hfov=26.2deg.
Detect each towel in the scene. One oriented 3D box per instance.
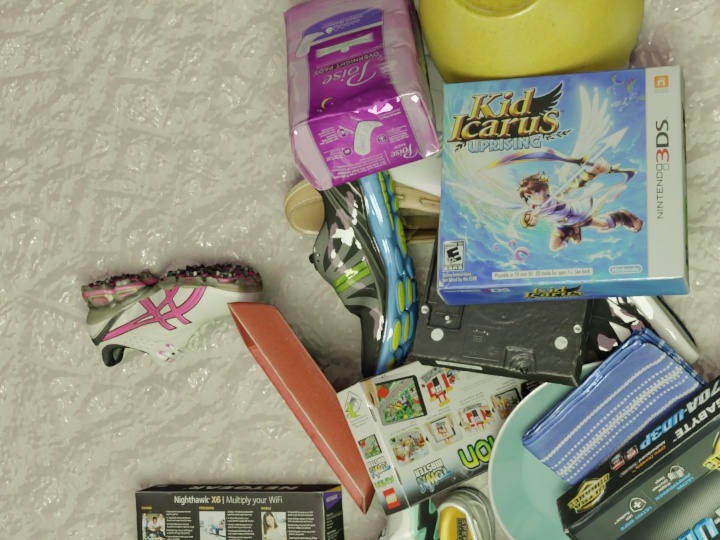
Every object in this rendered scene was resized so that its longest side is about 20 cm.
[{"bbox_3d":[0.248,0.152,1.289,0.200,0.024,0.145,39,106,-21],"label":"towel"}]

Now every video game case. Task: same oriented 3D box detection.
[{"bbox_3d":[0.163,-0.069,1.249,0.198,0.045,0.183,-3,69,16],"label":"video game case"}]

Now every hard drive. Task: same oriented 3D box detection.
[{"bbox_3d":[0.129,-0.011,1.283,0.138,0.038,0.202,6,74,18],"label":"hard drive"}]

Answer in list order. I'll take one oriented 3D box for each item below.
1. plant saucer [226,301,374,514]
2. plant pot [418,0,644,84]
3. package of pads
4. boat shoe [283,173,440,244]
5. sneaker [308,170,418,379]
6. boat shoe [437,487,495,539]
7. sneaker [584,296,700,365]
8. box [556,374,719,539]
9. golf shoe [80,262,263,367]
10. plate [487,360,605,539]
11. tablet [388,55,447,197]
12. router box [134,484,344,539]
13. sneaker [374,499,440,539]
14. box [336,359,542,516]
[{"bbox_3d":[-0.041,0.118,1.371,0.037,0.200,0.200,-35,79,-7],"label":"plant saucer"},{"bbox_3d":[0.131,-0.240,1.299,0.198,0.142,0.202,-2,83,16],"label":"plant pot"},{"bbox_3d":[-0.003,-0.166,1.330,0.119,0.201,0.076,-17,130,10],"label":"package of pads"},{"bbox_3d":[0.022,-0.052,1.386,0.198,0.071,0.065,-6,51,19],"label":"boat shoe"},{"bbox_3d":[0.000,0.000,1.338,0.082,0.071,0.202,-11,90,20],"label":"sneaker"},{"bbox_3d":[0.095,0.298,1.379,0.070,0.070,0.202,-3,90,20],"label":"boat shoe"},{"bbox_3d":[0.190,0.028,1.335,0.112,0.073,0.201,-39,80,15],"label":"sneaker"},{"bbox_3d":[0.286,0.190,1.277,0.200,0.046,0.159,-40,114,16],"label":"box"},{"bbox_3d":[-0.173,0.042,1.474,0.198,0.072,0.093,-8,95,30],"label":"golf shoe"},{"bbox_3d":[0.202,0.163,1.318,0.198,0.026,0.202,-3,113,-8],"label":"plate"},{"bbox_3d":[0.078,-0.125,1.372,0.199,0.014,0.131,21,68,19],"label":"tablet"},{"bbox_3d":[-0.113,0.284,1.464,0.198,0.052,0.159,-2,90,20],"label":"router box"},{"bbox_3d":[-0.006,0.272,1.356,0.139,0.078,0.202,7,105,18],"label":"sneaker"},{"bbox_3d":[0.080,0.122,1.316,0.035,0.199,0.111,-29,80,48],"label":"box"}]
